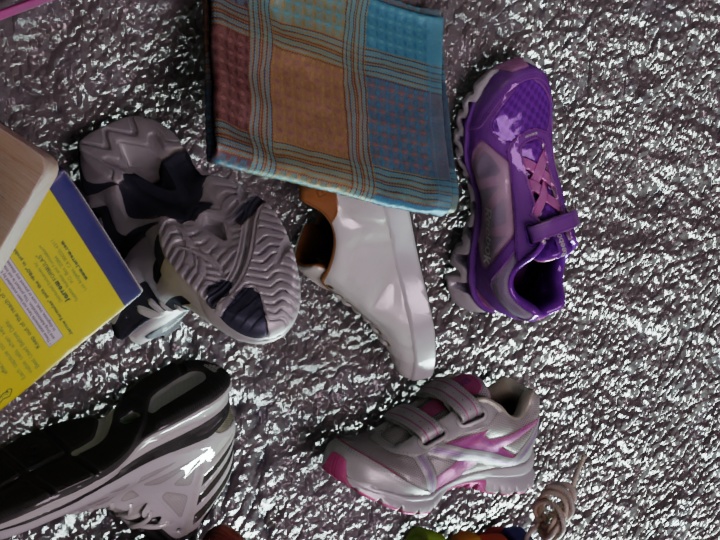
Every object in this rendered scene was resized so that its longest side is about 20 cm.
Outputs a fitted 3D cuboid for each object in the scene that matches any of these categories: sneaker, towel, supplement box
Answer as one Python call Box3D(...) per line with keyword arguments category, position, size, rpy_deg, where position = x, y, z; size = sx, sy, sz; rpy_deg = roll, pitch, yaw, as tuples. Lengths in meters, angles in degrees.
Box3D(category="sneaker", position=(0.054, 0.117, 1.616), size=(0.200, 0.081, 0.088), rpy_deg=(-7, 116, -45))
Box3D(category="towel", position=(-0.017, -0.118, 1.410), size=(0.200, 0.022, 0.147), rpy_deg=(12, 68, -41))
Box3D(category="supplement box", position=(-0.249, 0.019, 1.297), size=(0.200, 0.109, 0.110), rpy_deg=(-40, 132, -13))
Box3D(category="sneaker", position=(0.000, 0.000, 1.524), size=(0.085, 0.073, 0.200), rpy_deg=(-16, 129, -2))
Box3D(category="sneaker", position=(-0.102, 0.009, 1.354), size=(0.079, 0.199, 0.130), rpy_deg=(-32, 142, -29))
Box3D(category="sneaker", position=(-0.160, 0.151, 1.462), size=(0.200, 0.076, 0.115), rpy_deg=(-27, 126, -27))
Box3D(category="sneaker", position=(0.116, -0.049, 1.562), size=(0.080, 0.088, 0.200), rpy_deg=(-15, 121, -30))

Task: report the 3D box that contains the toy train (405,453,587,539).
Box3D(category="toy train", position=(0.085, 0.216, 1.696), size=(0.116, 0.085, 0.200), rpy_deg=(15, 104, -28))

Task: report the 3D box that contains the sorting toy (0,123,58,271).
Box3D(category="sorting toy", position=(-0.297, -0.025, 1.169), size=(0.199, 0.200, 0.070), rpy_deg=(-59, 167, 4))

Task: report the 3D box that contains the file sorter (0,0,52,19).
Box3D(category="file sorter", position=(-0.181, -0.239, 1.126), size=(0.125, 0.139, 0.200), rpy_deg=(-20, 110, 1))

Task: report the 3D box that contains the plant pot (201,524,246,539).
Box3D(category="plant pot", position=(-0.154, 0.291, 1.478), size=(0.195, 0.201, 0.201), rpy_deg=(-15, 122, -22))
